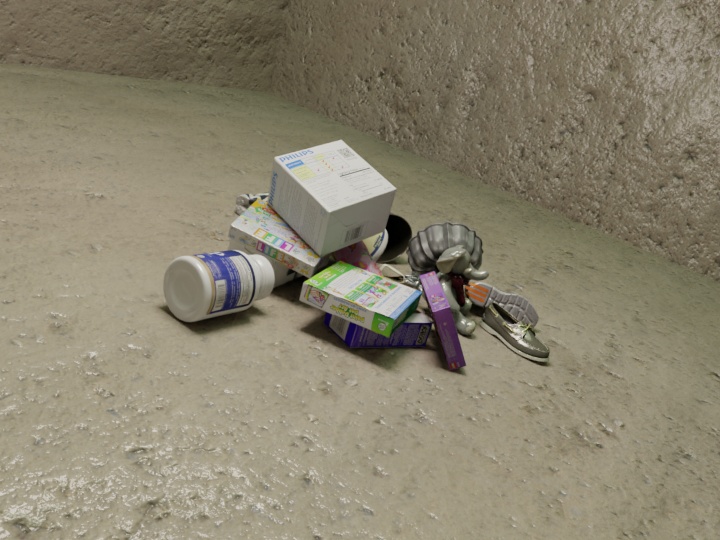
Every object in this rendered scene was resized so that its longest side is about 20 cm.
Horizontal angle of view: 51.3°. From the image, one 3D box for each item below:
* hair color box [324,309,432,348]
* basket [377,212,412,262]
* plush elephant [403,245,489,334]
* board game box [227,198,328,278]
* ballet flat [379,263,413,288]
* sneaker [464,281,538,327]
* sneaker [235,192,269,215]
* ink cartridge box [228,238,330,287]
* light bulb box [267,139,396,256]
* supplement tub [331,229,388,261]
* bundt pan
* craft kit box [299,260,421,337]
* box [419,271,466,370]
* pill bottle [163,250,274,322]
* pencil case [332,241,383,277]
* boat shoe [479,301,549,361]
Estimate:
[{"bbox_3d":[0.038,0.107,1.548,0.198,0.065,0.109,5,22,-38],"label":"hair color box"},{"bbox_3d":[0.018,-0.121,2.069,0.178,0.138,0.200,0,21,-29],"label":"basket"},{"bbox_3d":[0.222,0.018,1.751,0.199,0.155,0.165,37,18,-1],"label":"plush elephant"},{"bbox_3d":[-0.165,-0.071,1.609,0.198,0.034,0.135,26,36,5],"label":"board game box"},{"bbox_3d":[0.038,0.017,1.784,0.198,0.073,0.068,12,20,-17],"label":"ballet flat"},{"bbox_3d":[0.352,0.078,1.895,0.199,0.078,0.112,30,3,-5],"label":"sneaker"},{"bbox_3d":[-0.228,-0.163,2.034,0.197,0.080,0.129,17,25,30],"label":"sneaker"},{"bbox_3d":[-0.179,-0.053,1.688,0.144,0.084,0.199,35,36,25],"label":"ink cartridge box"},{"bbox_3d":[-0.065,-0.162,1.630,0.197,0.126,0.200,-22,53,-36],"label":"light bulb box"},{"bbox_3d":[-0.043,-0.106,1.835,0.200,0.145,0.145,42,6,-29],"label":"supplement tub"},{"bbox_3d":[0.216,-0.024,1.895,0.200,0.203,0.076,13,42,-13],"label":"bundt pan"},{"bbox_3d":[0.005,0.052,1.511,0.196,0.049,0.200,24,20,14],"label":"craft kit box"},{"bbox_3d":[0.171,0.101,1.575,0.039,0.138,0.200,-17,20,3],"label":"box"},{"bbox_3d":[-0.261,0.024,1.421,0.119,0.121,0.199,28,21,29],"label":"pill bottle"},{"bbox_3d":[0.000,0.000,1.700,0.087,0.088,0.201,3,41,-36],"label":"pencil case"},{"bbox_3d":[0.362,0.142,1.743,0.072,0.061,0.201,0,25,-41],"label":"boat shoe"}]
